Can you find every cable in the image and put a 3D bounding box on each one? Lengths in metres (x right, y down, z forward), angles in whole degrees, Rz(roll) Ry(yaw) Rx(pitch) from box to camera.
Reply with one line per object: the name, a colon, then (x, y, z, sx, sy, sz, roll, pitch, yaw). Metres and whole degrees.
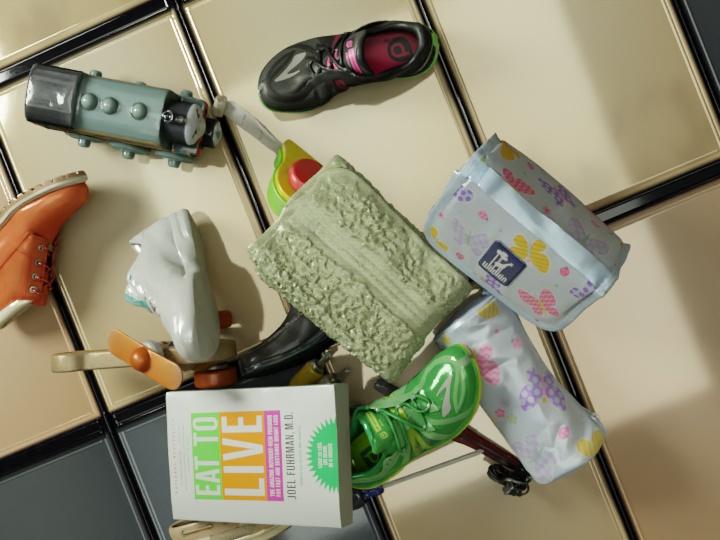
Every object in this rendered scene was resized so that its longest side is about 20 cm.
cable: (-0.088, 0.171, 0.895, 0.199, 0.050, 0.098, -29, 101, 17)

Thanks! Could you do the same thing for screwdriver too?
screwdriver: (0.037, 0.223, 0.862, 0.198, 0.029, 0.028, -24, 86, 21)

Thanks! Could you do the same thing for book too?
book: (-0.103, 0.186, 0.829, 0.198, 0.048, 0.135, -7, 81, 25)

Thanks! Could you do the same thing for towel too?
towel: (0.000, 0.000, 0.814, 0.200, 0.036, 0.149, 42, 87, -4)

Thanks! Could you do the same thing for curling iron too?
curling iron: (0.100, 0.172, 0.868, 0.199, 0.050, 0.026, 36, 109, 4)

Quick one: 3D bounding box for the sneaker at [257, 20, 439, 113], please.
sneaker: (-0.017, -0.220, 0.847, 0.198, 0.084, 0.078, -18, 89, 4)

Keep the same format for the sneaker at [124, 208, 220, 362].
sneaker: (-0.197, 0.024, 0.829, 0.088, 0.201, 0.076, -19, 132, -2)

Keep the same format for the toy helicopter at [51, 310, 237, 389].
toy helicopter: (-0.228, 0.092, 0.847, 0.197, 0.132, 0.080, -5, 91, 5)

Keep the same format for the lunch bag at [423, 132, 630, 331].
lunch bag: (0.152, -0.036, 0.781, 0.169, 0.200, 0.128, 39, 93, 2)

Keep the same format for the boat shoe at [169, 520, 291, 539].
boat shoe: (-0.115, 0.253, 0.873, 0.199, 0.071, 0.065, -32, 90, 6)

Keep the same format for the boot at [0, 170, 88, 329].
boot: (-0.353, -0.022, 0.889, 0.199, 0.075, 0.108, -37, 91, 13)

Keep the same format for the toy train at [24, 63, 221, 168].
toy train: (-0.247, -0.162, 0.851, 0.197, 0.114, 0.086, 13, 93, 4)

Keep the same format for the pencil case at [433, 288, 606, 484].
pencil case: (0.163, 0.118, 0.841, 0.090, 0.083, 0.201, -39, 87, 26)

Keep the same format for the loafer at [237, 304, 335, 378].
loafer: (-0.047, 0.047, 0.868, 0.199, 0.073, 0.073, -29, 80, -5)

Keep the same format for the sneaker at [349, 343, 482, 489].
sneaker: (0.043, 0.154, 0.812, 0.200, 0.083, 0.074, -47, 62, 18)

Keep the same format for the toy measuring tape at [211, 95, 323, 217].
toy measuring tape: (-0.093, -0.106, 0.862, 0.199, 0.074, 0.074, 39, 94, 4)
